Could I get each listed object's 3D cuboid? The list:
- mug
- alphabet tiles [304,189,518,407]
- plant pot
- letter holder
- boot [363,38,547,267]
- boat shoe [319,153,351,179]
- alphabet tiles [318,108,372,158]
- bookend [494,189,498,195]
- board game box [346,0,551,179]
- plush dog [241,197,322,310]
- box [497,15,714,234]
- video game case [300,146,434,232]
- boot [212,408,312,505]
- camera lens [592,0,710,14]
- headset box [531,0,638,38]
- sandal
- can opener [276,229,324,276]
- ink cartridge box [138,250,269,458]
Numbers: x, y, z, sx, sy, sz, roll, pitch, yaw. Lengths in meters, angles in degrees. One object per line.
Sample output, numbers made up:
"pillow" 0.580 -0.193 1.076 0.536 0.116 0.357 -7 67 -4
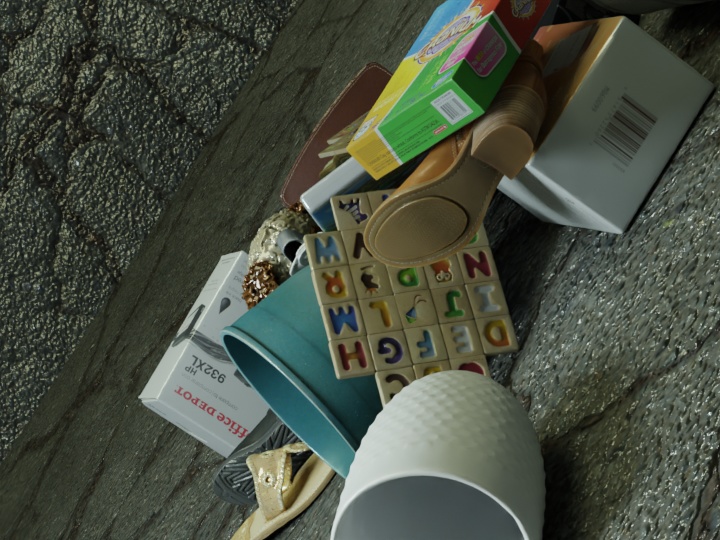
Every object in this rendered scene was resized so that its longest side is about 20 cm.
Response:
"mug" 0.061 0.179 1.343 0.176 0.146 0.202 -71 -11 -59
"alphabet tiles" 0.044 0.020 1.570 0.006 0.165 0.202 117 142 -61
"plant pot" 0.006 0.063 1.650 0.188 0.200 0.200 -45 12 -13
"letter holder" -0.001 -0.139 2.168 0.201 0.142 0.101 -55 15 4
"boot" 0.084 -0.103 1.538 0.200 0.076 0.156 -49 16 34
"boat shoe" 0.011 -0.124 1.878 0.066 0.071 0.201 -67 12 -14
"alphabet tiles" 0.050 -0.162 1.788 0.166 0.006 0.199 -37 15 -26
"bookend" 0.112 -0.152 1.932 0.199 0.092 0.200 -55 16 5
"board game box" 0.084 -0.180 1.535 0.153 0.040 0.201 -30 23 49
"plush dog" -0.057 0.010 1.892 0.159 0.172 0.201 1 49 32
"box" 0.193 -0.128 1.597 0.153 0.106 0.200 -58 15 -5
"video game case" 0.040 -0.102 1.690 0.199 0.022 0.182 -37 -11 0
"boot" -0.085 0.145 1.986 0.165 0.066 0.201 -39 25 28
"camera lens" 0.275 -0.316 1.625 0.161 0.159 0.200 -58 15 -6
"headset box" 0.191 -0.224 1.833 0.174 0.092 0.201 -39 22 47
"sandal" -0.094 0.220 1.852 0.212 0.069 0.078 -50 16 22
"can opener" 0.000 0.000 1.767 0.053 0.199 0.067 -52 48 15
"ink cartridge box" -0.139 0.101 2.098 0.201 0.145 0.084 -60 16 -15
